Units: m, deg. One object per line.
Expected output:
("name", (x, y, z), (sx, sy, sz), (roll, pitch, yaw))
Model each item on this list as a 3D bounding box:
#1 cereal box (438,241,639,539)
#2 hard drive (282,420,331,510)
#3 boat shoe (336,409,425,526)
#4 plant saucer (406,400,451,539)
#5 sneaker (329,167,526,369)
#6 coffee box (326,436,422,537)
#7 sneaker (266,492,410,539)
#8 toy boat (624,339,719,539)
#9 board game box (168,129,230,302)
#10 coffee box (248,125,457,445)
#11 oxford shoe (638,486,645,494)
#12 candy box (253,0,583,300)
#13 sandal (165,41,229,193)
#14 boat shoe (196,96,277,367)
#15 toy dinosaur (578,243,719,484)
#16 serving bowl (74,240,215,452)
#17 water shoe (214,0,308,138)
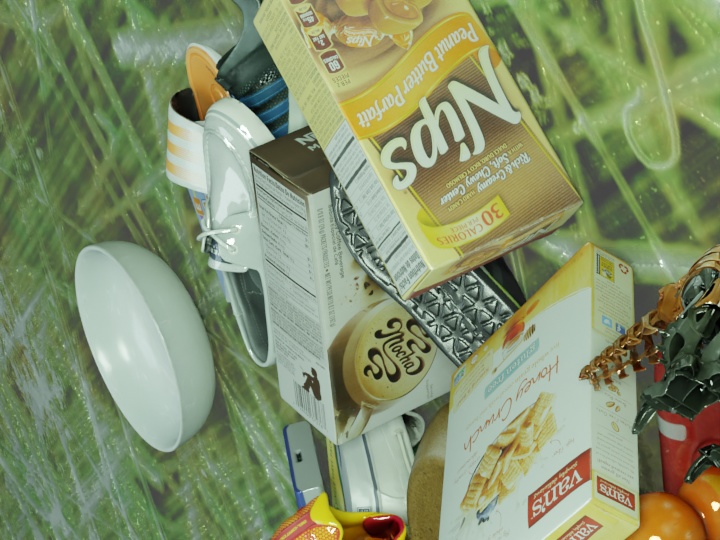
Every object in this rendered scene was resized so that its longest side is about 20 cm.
("cereal box", (0.098, 0.098, 1.114), (0.144, 0.039, 0.201), (-47, 23, 36))
("hard drive", (-0.026, 0.241, 1.637), (0.132, 0.025, 0.202), (-109, 5, -70))
("boat shoe", (0.014, 0.111, 1.442), (0.201, 0.065, 0.072), (-101, 6, -55))
("plant saucer", (0.080, 0.182, 1.263), (0.200, 0.035, 0.202), (44, 143, 45))
("sneaker", (0.050, -0.004, 1.263), (0.201, 0.071, 0.083), (57, -166, -3))
("coffee box", (0.044, 0.190, 1.494), (0.200, 0.044, 0.124), (42, 146, 43))
("sneaker", (0.019, 0.207, 1.349), (0.200, 0.077, 0.073), (30, -154, -50))
("toy boat", (0.189, 0.130, 1.064), (0.130, 0.130, 0.201), (30, 136, 51))
("board game box", (-0.074, -0.048, 1.535), (0.200, 0.036, 0.152), (1, 111, 63))
("coffee box", (0.000, 0.000, 1.344), (0.080, 0.112, 0.201), (35, 140, 47))
("oxford shoe", (0.120, 0.135, 1.274), (0.200, 0.071, 0.072), (50, 151, 35))
("candy box", (0.033, -0.096, 1.195), (0.201, 0.115, 0.055), (61, 155, 12))
("sandal", (-0.109, -0.065, 1.478), (0.079, 0.059, 0.208), (25, 131, 54))
("boat shoe", (-0.078, -0.022, 1.372), (0.072, 0.068, 0.201), (26, 142, 40))
("toy dinosaur", (0.194, 0.031, 0.976), (0.102, 0.136, 0.200), (25, 144, -10))
("serving bowl", (-0.186, 0.060, 1.808), (0.200, 0.065, 0.201), (44, 147, 39))
("water shoe", (-0.060, -0.128, 1.378), (0.078, 0.072, 0.201), (14, 124, 12))
